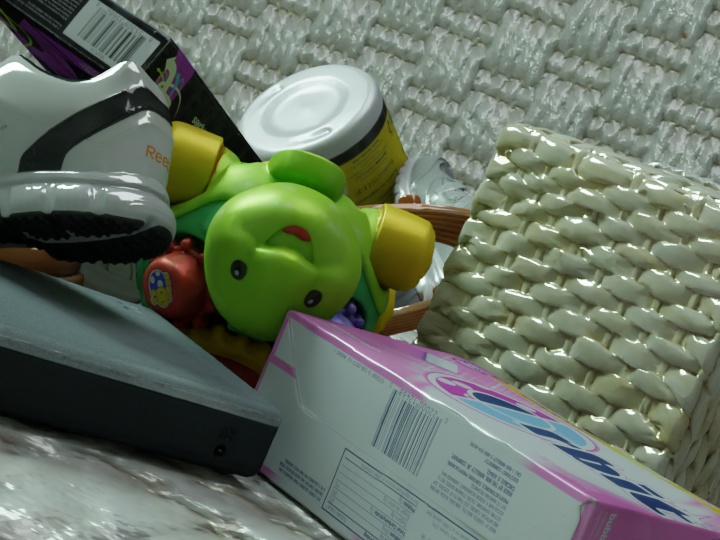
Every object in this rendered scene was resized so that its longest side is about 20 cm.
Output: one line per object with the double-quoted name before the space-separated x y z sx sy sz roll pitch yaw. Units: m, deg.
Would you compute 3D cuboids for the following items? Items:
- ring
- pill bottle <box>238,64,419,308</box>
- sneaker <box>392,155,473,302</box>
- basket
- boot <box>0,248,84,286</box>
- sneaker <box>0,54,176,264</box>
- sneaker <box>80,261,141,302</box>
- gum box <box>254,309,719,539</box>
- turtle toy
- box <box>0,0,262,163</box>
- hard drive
"ring" 0.000 0.000 0.913 0.200 0.019 0.200 -7 -22 -3
"pill bottle" -0.008 -0.046 1.181 0.111 0.111 0.200 28 -29 45
"sneaker" 0.075 -0.021 1.083 0.200 0.082 0.075 -100 170 -56
"basket" 0.149 0.043 0.820 0.161 0.199 0.200 17 9 -42
"boot" -0.202 -0.084 0.747 0.200 0.155 0.074 24 5 4
"sneaker" -0.169 -0.048 0.664 0.199 0.080 0.074 2 -18 11
"sneaker" -0.161 -0.045 0.865 0.200 0.100 0.078 20 5 -38
"gum box" 0.055 0.089 0.604 0.113 0.066 0.200 18 7 -40
"turtle toy" -0.046 0.003 0.730 0.145 0.101 0.200 21 -24 -6
"box" -0.123 -0.096 0.833 0.143 0.036 0.200 35 -8 25
"hard drive" -0.145 0.020 0.598 0.200 0.033 0.140 21 6 -35
